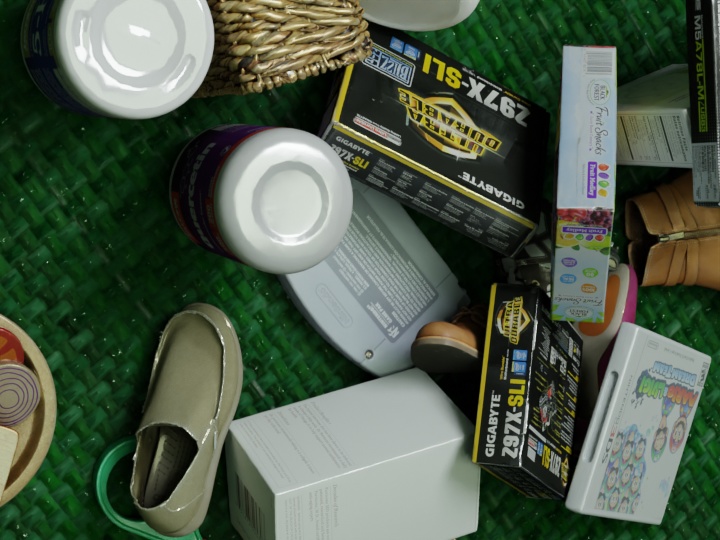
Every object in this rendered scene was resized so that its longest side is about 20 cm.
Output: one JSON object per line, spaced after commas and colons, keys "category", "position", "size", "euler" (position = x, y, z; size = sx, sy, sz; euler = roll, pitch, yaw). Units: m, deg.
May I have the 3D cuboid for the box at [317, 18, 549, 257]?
{"category": "box", "position": [0.066, -0.120, 1.275], "size": [0.199, 0.049, 0.160], "euler": [27, 42, -13]}

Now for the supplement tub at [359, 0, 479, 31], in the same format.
{"category": "supplement tub", "position": [0.051, -0.320, 1.246], "size": [0.140, 0.140, 0.201], "euler": [23, 69, -25]}

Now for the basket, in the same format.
{"category": "basket", "position": [-0.084, -0.227, 1.181], "size": [0.142, 0.200, 0.150], "euler": [-21, 103, -24]}

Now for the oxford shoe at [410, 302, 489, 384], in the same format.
{"category": "oxford shoe", "position": [0.095, 0.061, 1.336], "size": [0.200, 0.071, 0.072], "euler": [23, 69, -66]}

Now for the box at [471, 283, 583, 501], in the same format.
{"category": "box", "position": [0.156, 0.114, 1.331], "size": [0.200, 0.049, 0.161], "euler": [39, 57, -64]}

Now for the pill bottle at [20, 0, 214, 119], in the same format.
{"category": "pill bottle", "position": [-0.198, -0.179, 1.136], "size": [0.119, 0.200, 0.121], "euler": [-3, 97, -24]}

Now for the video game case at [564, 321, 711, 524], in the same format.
{"category": "video game case", "position": [0.276, 0.155, 1.439], "size": [0.200, 0.024, 0.183], "euler": [20, 87, -55]}

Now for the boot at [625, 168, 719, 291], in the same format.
{"category": "boot", "position": [0.347, -0.001, 1.478], "size": [0.154, 0.074, 0.202], "euler": [-15, 90, -23]}

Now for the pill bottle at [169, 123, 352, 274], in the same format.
{"category": "pill bottle", "position": [-0.090, -0.062, 1.198], "size": [0.112, 0.200, 0.113], "euler": [-3, 97, -22]}

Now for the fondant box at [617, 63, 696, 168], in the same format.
{"category": "fondant box", "position": [0.304, -0.148, 1.368], "size": [0.144, 0.200, 0.059], "euler": [-24, 105, -21]}

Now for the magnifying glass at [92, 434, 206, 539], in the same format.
{"category": "magnifying glass", "position": [-0.162, 0.230, 1.302], "size": [0.080, 0.022, 0.200], "euler": [-42, 109, -15]}

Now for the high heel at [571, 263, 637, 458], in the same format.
{"category": "high heel", "position": [0.255, 0.098, 1.452], "size": [0.095, 0.067, 0.202], "euler": [17, 86, -33]}

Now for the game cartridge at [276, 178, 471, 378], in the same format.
{"category": "game cartridge", "position": [0.000, 0.000, 1.339], "size": [0.133, 0.040, 0.200], "euler": [-45, 111, -17]}

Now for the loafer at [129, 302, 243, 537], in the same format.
{"category": "loafer", "position": [-0.149, 0.124, 1.242], "size": [0.075, 0.068, 0.202], "euler": [3, 79, 15]}

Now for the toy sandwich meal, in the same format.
{"category": "toy sandwich meal", "position": [-0.335, 0.126, 1.181], "size": [0.204, 0.070, 0.207], "euler": [-3, 98, -24]}

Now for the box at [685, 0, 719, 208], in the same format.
{"category": "box", "position": [0.371, -0.160, 1.263], "size": [0.192, 0.047, 0.202], "euler": [-5, 95, -21]}

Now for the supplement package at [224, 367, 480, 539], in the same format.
{"category": "supplement package", "position": [-0.006, 0.184, 1.297], "size": [0.199, 0.117, 0.118], "euler": [-14, 122, -22]}

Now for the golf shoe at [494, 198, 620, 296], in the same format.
{"category": "golf shoe", "position": [0.156, -0.021, 1.385], "size": [0.199, 0.078, 0.095], "euler": [30, 84, -23]}

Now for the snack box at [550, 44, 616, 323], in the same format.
{"category": "snack box", "position": [0.194, -0.076, 1.272], "size": [0.053, 0.201, 0.143], "euler": [2, 139, 9]}
